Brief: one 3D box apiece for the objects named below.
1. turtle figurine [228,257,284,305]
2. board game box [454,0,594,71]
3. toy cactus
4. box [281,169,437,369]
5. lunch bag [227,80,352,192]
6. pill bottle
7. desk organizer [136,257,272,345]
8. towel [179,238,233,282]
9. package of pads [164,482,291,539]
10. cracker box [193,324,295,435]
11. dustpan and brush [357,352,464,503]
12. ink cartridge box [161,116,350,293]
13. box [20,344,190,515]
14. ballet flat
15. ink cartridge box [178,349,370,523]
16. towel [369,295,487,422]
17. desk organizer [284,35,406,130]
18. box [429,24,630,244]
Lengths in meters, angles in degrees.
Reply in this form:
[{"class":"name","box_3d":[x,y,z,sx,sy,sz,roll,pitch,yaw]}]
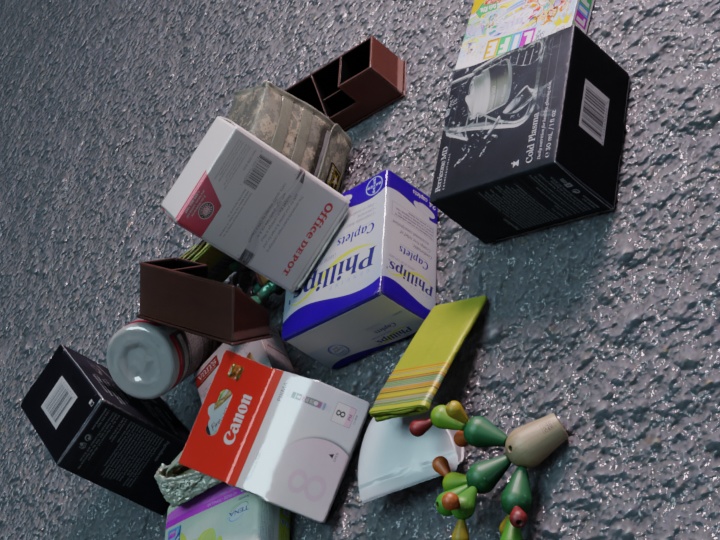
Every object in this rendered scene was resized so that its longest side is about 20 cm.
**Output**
[{"class":"turtle figurine","box_3d":[-0.141,0.000,1.856,0.200,0.100,0.151,144,142,-69]},{"class":"board game box","box_3d":[0.227,-0.340,1.781,0.199,0.034,0.135,-8,59,46]},{"class":"toy cactus","box_3d":[0.145,0.206,1.420,0.165,0.102,0.200,-34,43,5]},{"class":"box","box_3d":[0.000,0.000,1.732,0.183,0.105,0.201,-27,46,36]},{"class":"lunch bag","box_3d":[-0.102,-0.150,1.887,0.117,0.199,0.165,-5,63,53]},{"class":"pill bottle","box_3d":[-0.277,0.106,1.904,0.111,0.111,0.200,-40,-1,22]},{"class":"desk organizer","box_3d":[-0.211,0.039,1.756,0.199,0.071,0.078,12,105,41]},{"class":"towel","box_3d":[-0.224,-0.012,1.949,0.144,0.200,0.023,-44,79,6]},{"class":"package of pads","box_3d":[-0.177,0.358,1.701,0.199,0.068,0.155,-30,43,33]},{"class":"cracker box","box_3d":[-0.154,0.173,1.822,0.134,0.058,0.200,-46,36,15]},{"class":"dustpan and brush","box_3d":[0.057,0.178,1.584,0.139,0.057,0.201,-23,54,21]},{"class":"ink cartridge box","box_3d":[-0.134,-0.084,1.694,0.146,0.199,0.085,-57,29,1]},{"class":"box","box_3d":[-0.360,0.231,1.897,0.118,0.200,0.197,-55,35,1]},{"class":"ballet flat","box_3d":[-0.190,0.246,1.705,0.199,0.072,0.072,-31,43,21]},{"class":"ink cartridge box","box_3d":[-0.107,0.206,1.641,0.057,0.199,0.163,125,168,-75]},{"class":"towel","box_3d":[0.085,0.104,1.568,0.086,0.018,0.200,-12,31,39]},{"class":"desk organizer","box_3d":[-0.029,-0.270,1.991,0.199,0.077,0.072,-26,46,36]},{"class":"box","box_3d":[0.208,-0.162,1.599,0.196,0.124,0.201,-17,51,44]}]
